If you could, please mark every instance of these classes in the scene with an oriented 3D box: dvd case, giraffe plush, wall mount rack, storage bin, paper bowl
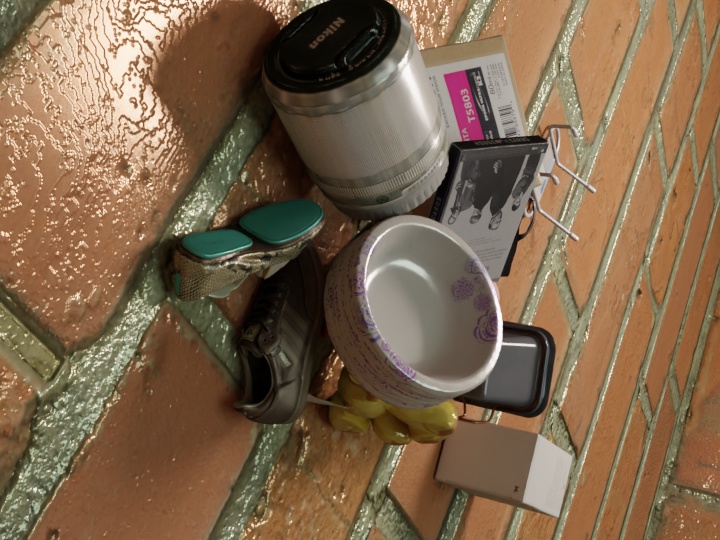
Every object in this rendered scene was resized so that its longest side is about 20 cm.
[{"bbox_3d":[0.139,-0.064,1.170,0.150,0.025,0.201,-10,129,-39],"label":"dvd case"},{"bbox_3d":[0.029,0.105,1.177,0.199,0.172,0.163,28,62,-33],"label":"giraffe plush"},{"bbox_3d":[0.355,-0.156,1.737,0.201,0.074,0.174,-63,146,-28],"label":"wall mount rack"},{"bbox_3d":[0.141,0.134,1.337,0.134,0.199,0.146,10,89,-49],"label":"storage bin"},{"bbox_3d":[0.049,0.050,1.055,0.200,0.104,0.202,16,60,-30],"label":"paper bowl"}]

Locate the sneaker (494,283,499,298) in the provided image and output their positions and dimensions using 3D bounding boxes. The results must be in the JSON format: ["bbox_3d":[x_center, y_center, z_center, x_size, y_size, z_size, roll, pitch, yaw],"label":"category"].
[{"bbox_3d":[0.155,0.003,1.324,0.200,0.104,0.076,32,52,-41],"label":"sneaker"}]

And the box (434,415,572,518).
[{"bbox_3d":[0.233,0.315,1.566,0.200,0.152,0.107,38,65,-57],"label":"box"}]

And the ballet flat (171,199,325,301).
[{"bbox_3d":[-0.115,-0.016,0.979,0.200,0.068,0.076,-26,141,-49],"label":"ballet flat"}]

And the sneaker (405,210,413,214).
[{"bbox_3d":[0.102,-0.113,1.314,0.200,0.074,0.088,-40,136,-48],"label":"sneaker"}]

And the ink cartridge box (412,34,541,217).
[{"bbox_3d":[0.124,-0.179,1.219,0.164,0.075,0.201,-19,95,-33],"label":"ink cartridge box"}]

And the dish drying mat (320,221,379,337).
[{"bbox_3d":[0.000,0.000,1.216,0.200,0.018,0.077,-46,138,-47],"label":"dish drying mat"}]

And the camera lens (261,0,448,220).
[{"bbox_3d":[-0.001,-0.171,1.026,0.160,0.159,0.200,-63,145,-29],"label":"camera lens"}]

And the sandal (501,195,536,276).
[{"bbox_3d":[0.233,-0.074,1.467,0.201,0.043,0.076,96,-10,-49],"label":"sandal"}]

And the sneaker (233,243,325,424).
[{"bbox_3d":[-0.088,0.061,1.028,0.075,0.070,0.201,10,82,-45],"label":"sneaker"}]
